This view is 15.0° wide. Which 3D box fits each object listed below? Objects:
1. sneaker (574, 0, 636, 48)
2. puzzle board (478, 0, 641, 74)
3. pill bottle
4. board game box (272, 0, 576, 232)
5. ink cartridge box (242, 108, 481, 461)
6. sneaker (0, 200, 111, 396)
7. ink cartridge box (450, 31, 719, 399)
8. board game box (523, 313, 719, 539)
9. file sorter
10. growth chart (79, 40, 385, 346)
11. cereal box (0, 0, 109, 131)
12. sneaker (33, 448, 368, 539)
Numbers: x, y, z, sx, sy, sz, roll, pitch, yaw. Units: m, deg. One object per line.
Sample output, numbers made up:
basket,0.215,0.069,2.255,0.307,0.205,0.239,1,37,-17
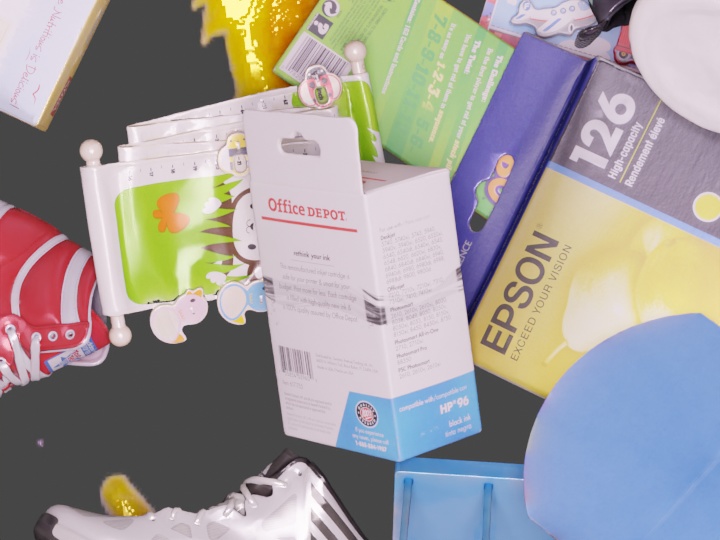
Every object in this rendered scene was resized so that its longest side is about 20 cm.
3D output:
sneaker,0.134,-0.200,1.650,0.200,0.078,0.140,14,71,4
puzzle board,0.158,-0.090,1.681,0.200,0.017,0.151,17,85,4
pill bottle,0.245,-0.180,1.579,0.116,0.116,0.200,34,57,5
board game box,0.054,-0.105,1.668,0.200,0.030,0.096,35,93,13
ink cartridge box,0.000,0.000,1.595,0.068,0.116,0.200,-17,106,-36
sneaker,-0.221,0.064,1.653,0.112,0.071,0.200,24,83,7
ink cartridge box,0.139,-0.018,1.605,0.200,0.047,0.198,25,89,13
board game box,0.190,0.123,1.524,0.200,0.039,0.158,37,73,23
file sorter,0.115,0.203,1.571,0.200,0.139,0.123,3,43,2
growth chart,-0.072,-0.041,1.645,0.200,0.018,0.145,-19,104,-11
cereal box,-0.254,-0.192,1.694,0.200,0.040,0.144,26,88,4
sneaker,-0.088,0.153,1.647,0.200,0.076,0.116,21,77,-4
